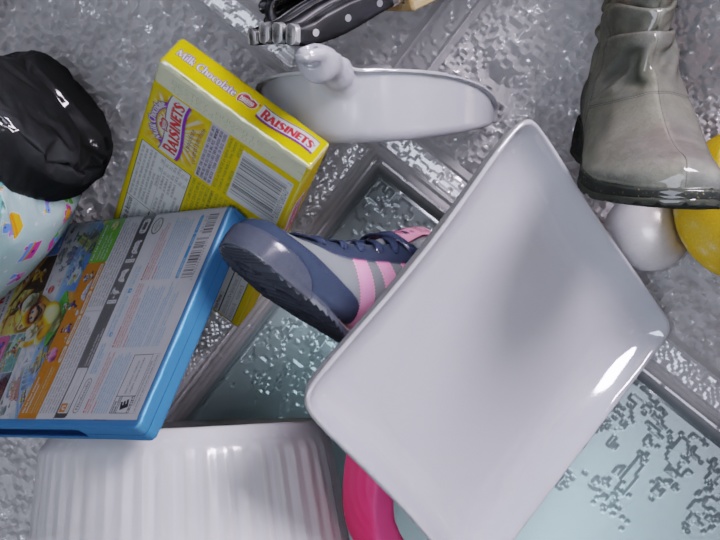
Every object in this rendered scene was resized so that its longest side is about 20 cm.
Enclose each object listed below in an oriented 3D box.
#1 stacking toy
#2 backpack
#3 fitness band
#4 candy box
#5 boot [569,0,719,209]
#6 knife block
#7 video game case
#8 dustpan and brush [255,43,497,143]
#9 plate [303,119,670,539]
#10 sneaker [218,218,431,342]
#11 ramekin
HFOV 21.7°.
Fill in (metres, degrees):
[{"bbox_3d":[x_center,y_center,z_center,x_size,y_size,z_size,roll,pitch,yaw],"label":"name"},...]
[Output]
[{"bbox_3d":[0.225,-0.040,1.053,0.200,0.146,0.146,-13,97,29],"label":"stacking toy"},{"bbox_3d":[-0.250,-0.033,1.099,0.200,0.167,0.127,-41,78,15],"label":"backpack"},{"bbox_3d":[0.058,0.087,1.092,0.037,0.144,0.200,22,106,45],"label":"fitness band"},{"bbox_3d":[-0.087,-0.045,1.089,0.102,0.026,0.200,38,149,5],"label":"candy box"},{"bbox_3d":[0.152,-0.110,1.007,0.068,0.200,0.131,4,106,-6],"label":"boot"},{"bbox_3d":[0.030,-0.181,1.024,0.200,0.176,0.064,-12,113,13],"label":"knife block"},{"bbox_3d":[-0.162,0.032,1.097,0.200,0.018,0.143,-4,56,43],"label":"video game case"},{"bbox_3d":[-0.005,-0.099,1.037,0.139,0.200,0.057,0,99,13],"label":"dustpan and brush"},{"bbox_3d":[0.070,0.046,1.044,0.200,0.032,0.200,-51,132,-13],"label":"plate"},{"bbox_3d":[0.000,0.000,1.079,0.070,0.200,0.082,22,82,42],"label":"sneaker"},{"bbox_3d":[-0.102,0.137,1.110,0.202,0.202,0.094,-3,86,12],"label":"ramekin"}]
